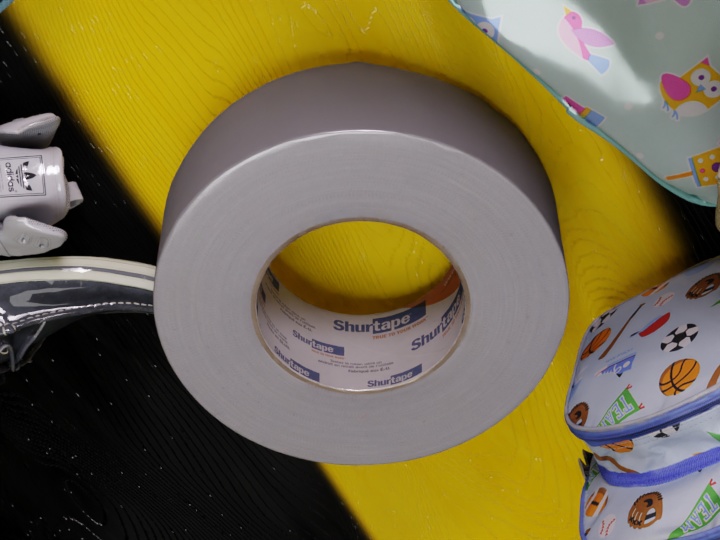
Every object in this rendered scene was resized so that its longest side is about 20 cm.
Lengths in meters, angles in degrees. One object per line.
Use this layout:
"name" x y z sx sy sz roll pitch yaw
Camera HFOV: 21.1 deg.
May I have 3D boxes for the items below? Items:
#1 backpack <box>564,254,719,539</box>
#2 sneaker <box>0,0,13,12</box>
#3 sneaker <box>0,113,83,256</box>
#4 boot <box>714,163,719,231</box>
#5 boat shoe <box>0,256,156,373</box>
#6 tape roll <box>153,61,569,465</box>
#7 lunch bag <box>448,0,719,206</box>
"backpack" 0.188 0.083 0.917 0.200 0.191 0.154 -33 115 31
"sneaker" -0.221 -0.130 0.898 0.200 0.090 0.078 -25 119 30
"sneaker" -0.206 -0.050 0.927 0.115 0.075 0.200 -6 169 5
"boot" 0.222 -0.046 0.750 0.155 0.073 0.200 30 153 14
"boat shoe" -0.190 0.026 1.000 0.200 0.075 0.062 -6 87 -8
"tape roll" 0.000 0.000 0.951 0.200 0.066 0.201 -1 125 -1
"lunch bag" 0.147 -0.131 0.833 0.200 0.077 0.160 37 124 -17
